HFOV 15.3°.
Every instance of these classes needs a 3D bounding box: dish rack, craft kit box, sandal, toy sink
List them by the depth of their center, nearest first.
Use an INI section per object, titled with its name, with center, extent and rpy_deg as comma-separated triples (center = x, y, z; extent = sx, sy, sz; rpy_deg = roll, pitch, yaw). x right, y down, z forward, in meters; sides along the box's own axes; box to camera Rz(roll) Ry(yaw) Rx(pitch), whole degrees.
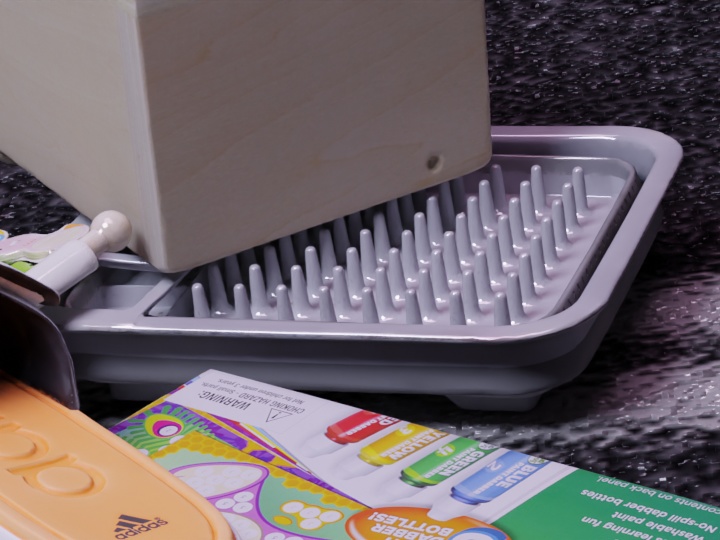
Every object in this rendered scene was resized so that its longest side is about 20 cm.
[craft kit box]
center = -0.031, 0.100, 0.679
extent = 0.200, 0.049, 0.197
rpy_deg = 12, 33, 39
[sandal]
center = -0.104, 0.025, 0.714
extent = 0.206, 0.059, 0.079
rpy_deg = 24, 25, 37
[dish rack]
center = 0.000, 0.000, 0.895
extent = 0.199, 0.044, 0.172
rpy_deg = 1, 24, 19
[toy sink]
center = -0.063, -0.093, 0.935
extent = 0.130, 0.112, 0.200
rpy_deg = -20, 31, -27

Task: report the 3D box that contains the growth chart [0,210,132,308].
[growth chart]
center = -0.177, 0.021, 0.877
extent = 0.200, 0.018, 0.145
rpy_deg = -5, 27, 41
